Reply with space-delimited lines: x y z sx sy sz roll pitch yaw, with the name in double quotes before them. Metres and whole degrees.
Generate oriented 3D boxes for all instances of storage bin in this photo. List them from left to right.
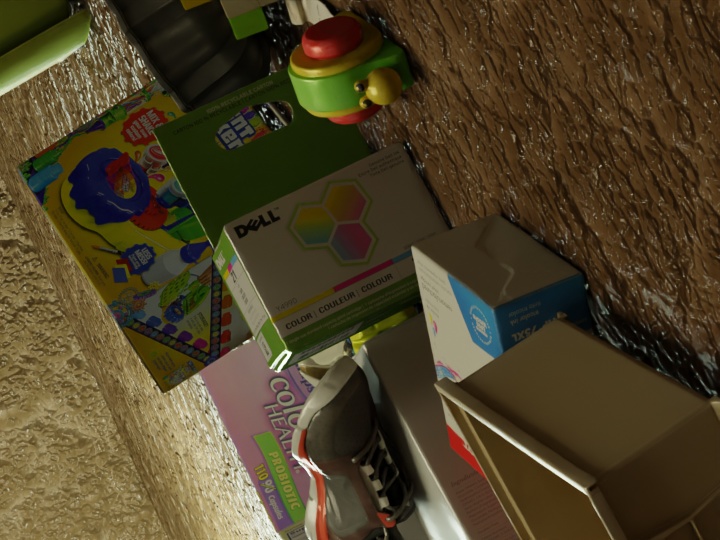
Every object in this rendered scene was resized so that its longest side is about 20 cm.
"storage bin" 0.161 0.146 1.282 0.199 0.094 0.200 61 167 -22

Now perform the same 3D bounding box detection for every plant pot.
"plant pot" -0.409 -0.281 2.383 0.182 0.199 0.200 59 166 -8

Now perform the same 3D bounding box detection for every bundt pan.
"bundt pan" -0.135 -0.209 1.689 0.202 0.076 0.202 57 -172 -12

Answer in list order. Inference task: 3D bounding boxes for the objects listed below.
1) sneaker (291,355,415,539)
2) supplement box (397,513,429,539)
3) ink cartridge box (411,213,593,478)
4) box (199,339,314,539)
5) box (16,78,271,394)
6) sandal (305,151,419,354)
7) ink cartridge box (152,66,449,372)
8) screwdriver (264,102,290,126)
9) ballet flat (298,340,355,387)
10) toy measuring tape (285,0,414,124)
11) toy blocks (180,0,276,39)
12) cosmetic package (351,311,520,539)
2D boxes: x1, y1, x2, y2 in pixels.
"sneaker" 0.007 0.138 1.558 0.082 0.077 0.200 25 147 23
"supplement box" 0.056 0.200 1.725 0.200 0.101 0.103 62 171 -10
"ink cartridge box" 0.102 0.078 1.427 0.116 0.067 0.200 40 147 57
"box" -0.051 0.175 2.011 0.176 0.097 0.200 62 177 25
"box" -0.145 -0.043 1.835 0.200 0.193 0.122 51 171 38
"sandal" 0.000 0.000 1.674 0.087 0.079 0.200 -116 9 -68
"ink cartridge box" -0.039 -0.051 1.566 0.200 0.148 0.076 62 165 7
"screwdriver" -0.061 -0.126 1.767 0.200 0.029 0.028 45 157 44
"ballet flat" -0.015 0.074 1.850 0.072 0.072 0.200 63 164 0
"toy measuring tape" -0.029 -0.148 1.522 0.200 0.074 0.074 40 153 57
"toy blocks" -0.107 -0.279 1.549 0.200 0.100 0.137 69 -179 -57
"cosmetic package" 0.071 0.133 1.578 0.200 0.081 0.113 63 165 9
